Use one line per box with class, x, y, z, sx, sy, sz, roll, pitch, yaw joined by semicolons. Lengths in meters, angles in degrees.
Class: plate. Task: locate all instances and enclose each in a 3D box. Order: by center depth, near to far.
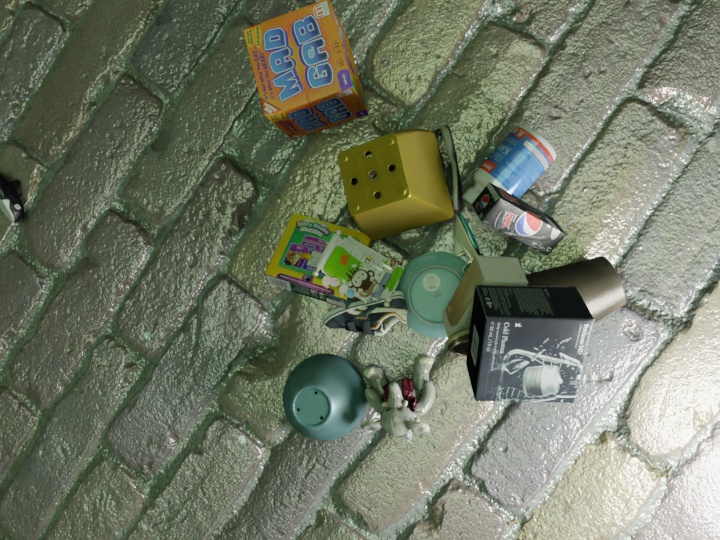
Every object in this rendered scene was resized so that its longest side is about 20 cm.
plate;0.177;0.056;1.369;0.199;0.026;0.201;0;89;11

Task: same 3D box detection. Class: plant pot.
plant pot;0.058;-0.188;1.255;0.199;0.176;0.201;-16;83;24
plant pot;-0.094;0.298;1.360;0.199;0.135;0.201;0;89;11

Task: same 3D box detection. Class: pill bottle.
pill bottle;0.318;-0.208;1.304;0.112;0.112;0.200;43;95;9

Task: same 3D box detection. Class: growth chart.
growth chart;0.000;0.000;1.319;0.200;0.018;0.145;26;66;-15

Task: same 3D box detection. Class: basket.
basket;0.440;0.059;1.268;0.199;0.136;0.181;-24;96;5

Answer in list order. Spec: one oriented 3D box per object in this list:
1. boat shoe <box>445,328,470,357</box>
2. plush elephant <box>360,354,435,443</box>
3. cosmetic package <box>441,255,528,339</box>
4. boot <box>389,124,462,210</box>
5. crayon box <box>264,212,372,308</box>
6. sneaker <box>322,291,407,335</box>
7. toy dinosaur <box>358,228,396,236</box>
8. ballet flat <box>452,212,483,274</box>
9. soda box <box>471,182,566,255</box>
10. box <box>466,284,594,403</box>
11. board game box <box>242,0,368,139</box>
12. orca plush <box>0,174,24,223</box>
boat shoe;0.276;0.172;1.276;0.072;0.199;0.072;-57;35;39
plush elephant;0.083;0.296;1.314;0.164;0.155;0.201;-6;87;11
cosmetic package;0.257;0.063;1.257;0.105;0.200;0.071;4;47;-18
boot;0.145;-0.220;1.352;0.153;0.073;0.204;-10;72;12
crayon box;-0.093;-0.026;1.373;0.199;0.058;0.173;17;64;11
sneaker;0.011;0.112;1.364;0.199;0.078;0.080;-18;69;13
toy dinosaur;0.088;-0.134;1.382;0.200;0.047;0.088;-33;76;5
ballet flat;0.247;-0.032;1.339;0.069;0.069;0.200;-31;83;9
soda box;0.335;-0.107;1.260;0.200;0.071;0.063;22;120;-27
box;0.317;0.141;1.153;0.196;0.124;0.201;0;119;0
board game box;-0.116;-0.443;1.347;0.199;0.200;0.201;-16;86;10
orca plush;-0.943;-0.221;1.583;0.200;0.071;0.105;44;141;13
